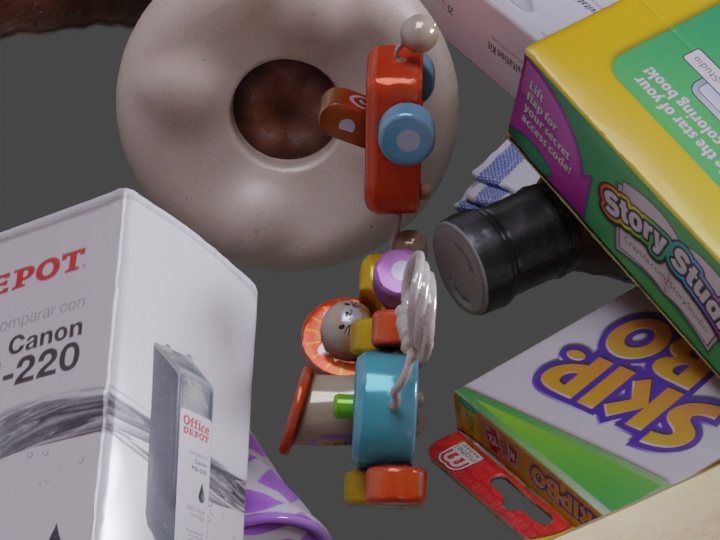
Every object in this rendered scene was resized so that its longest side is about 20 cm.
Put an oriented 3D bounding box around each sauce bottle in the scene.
[{"bbox_3d":[0.122,-0.037,0.979,0.199,0.065,0.065,-24,43,-24],"label":"sauce bottle"}]

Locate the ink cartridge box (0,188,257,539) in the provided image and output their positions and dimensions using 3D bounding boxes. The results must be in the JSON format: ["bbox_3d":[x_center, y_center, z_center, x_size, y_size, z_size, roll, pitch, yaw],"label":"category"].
[{"bbox_3d":[-0.117,0.090,0.818,0.145,0.085,0.201,-18,52,28],"label":"ink cartridge box"}]

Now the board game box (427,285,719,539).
[{"bbox_3d":[0.128,0.040,0.917,0.199,0.030,0.095,-30,44,-22],"label":"board game box"}]

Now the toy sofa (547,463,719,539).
[{"bbox_3d":[0.084,0.126,0.790,0.199,0.098,0.083,-22,67,-10],"label":"toy sofa"}]

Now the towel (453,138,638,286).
[{"bbox_3d":[0.158,-0.033,1.041,0.199,0.024,0.147,22,47,28],"label":"towel"}]

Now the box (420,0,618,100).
[{"bbox_3d":[0.144,-0.126,1.107,0.199,0.041,0.156,-15,37,-25],"label":"box"}]

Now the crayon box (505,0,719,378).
[{"bbox_3d":[0.183,-0.035,0.911,0.172,0.058,0.200,-28,61,-23],"label":"crayon box"}]

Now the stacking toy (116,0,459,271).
[{"bbox_3d":[-0.029,-0.101,1.092,0.145,0.147,0.200,-5,24,4],"label":"stacking toy"}]

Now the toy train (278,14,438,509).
[{"bbox_3d":[0.000,0.000,0.918,0.055,0.151,0.201,2,31,1],"label":"toy train"}]

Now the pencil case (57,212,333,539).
[{"bbox_3d":[-0.079,0.066,0.925,0.085,0.084,0.200,-1,37,-29],"label":"pencil case"}]
